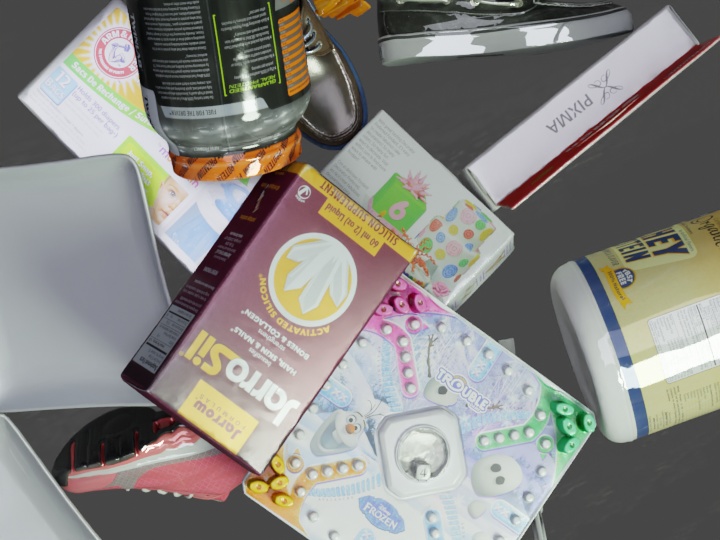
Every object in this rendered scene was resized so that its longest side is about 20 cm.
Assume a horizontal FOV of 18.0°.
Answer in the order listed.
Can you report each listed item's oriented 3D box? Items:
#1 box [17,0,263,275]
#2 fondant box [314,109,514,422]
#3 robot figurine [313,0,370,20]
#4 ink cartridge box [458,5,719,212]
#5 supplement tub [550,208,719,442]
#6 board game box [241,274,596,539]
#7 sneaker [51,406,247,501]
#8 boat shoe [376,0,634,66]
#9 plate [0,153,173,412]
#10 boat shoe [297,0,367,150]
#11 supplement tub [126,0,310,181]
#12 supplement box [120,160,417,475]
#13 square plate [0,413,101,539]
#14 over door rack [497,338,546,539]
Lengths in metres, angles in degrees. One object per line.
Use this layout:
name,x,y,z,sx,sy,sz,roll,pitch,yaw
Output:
box,-0.151,-0.098,1.729,0.200,0.101,0.113,44,89,0
fondant box,0.000,0.000,1.732,0.144,0.058,0.200,43,85,13
robot figurine,-0.014,-0.302,1.732,0.144,0.058,0.201,-23,75,34
ink cartridge box,0.167,-0.121,1.698,0.200,0.176,0.045,-39,91,-2
supplement tub,0.257,0.034,1.714,0.199,0.144,0.145,-19,90,-1
board game box,0.047,0.136,1.679,0.199,0.026,0.201,35,86,-8
sneaker,-0.138,0.149,1.743,0.199,0.074,0.087,-15,117,9
boat shoe,0.111,-0.199,1.751,0.198,0.071,0.064,-5,90,1
plate,-0.224,0.009,1.708,0.198,0.032,0.201,-4,111,27
boat shoe,-0.063,-0.181,1.746,0.072,0.072,0.201,-34,89,2
supplement tub,-0.102,-0.172,1.602,0.122,0.123,0.201,-8,109,-1
supplement box,-0.066,0.032,1.638,0.110,0.086,0.201,37,83,-17
square plate,-0.289,0.245,1.750,0.200,0.028,0.198,-39,89,5
over door rack,0.065,0.163,1.754,0.147,0.067,0.201,-9,76,-1
